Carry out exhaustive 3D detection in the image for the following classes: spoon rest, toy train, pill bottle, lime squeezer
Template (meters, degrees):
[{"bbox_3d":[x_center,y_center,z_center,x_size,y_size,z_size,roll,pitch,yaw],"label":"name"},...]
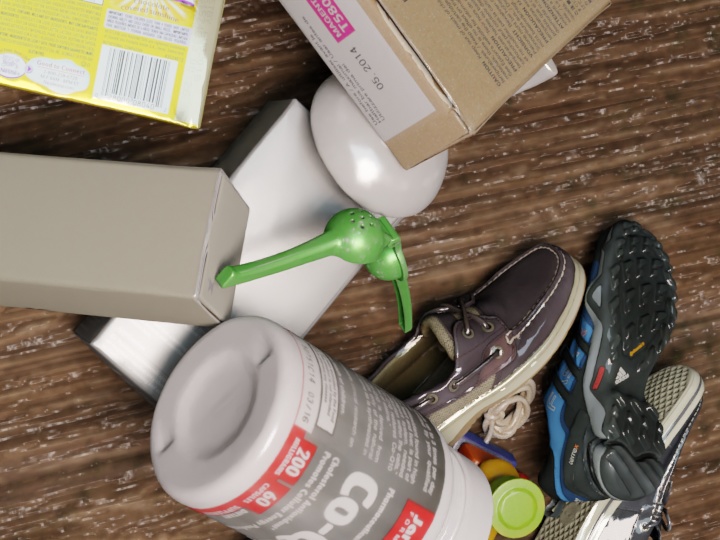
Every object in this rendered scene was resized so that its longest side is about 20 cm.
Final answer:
[{"bbox_3d":[0.043,-0.097,1.090,0.199,0.061,0.100,-30,87,-41],"label":"spoon rest"},{"bbox_3d":[0.087,0.138,1.120,0.084,0.116,0.201,28,87,-16],"label":"toy train"},{"bbox_3d":[-0.017,0.118,1.015,0.200,0.114,0.114,34,85,-38],"label":"pill bottle"},{"bbox_3d":[0.000,0.000,1.031,0.199,0.038,0.071,16,105,-56],"label":"lime squeezer"}]

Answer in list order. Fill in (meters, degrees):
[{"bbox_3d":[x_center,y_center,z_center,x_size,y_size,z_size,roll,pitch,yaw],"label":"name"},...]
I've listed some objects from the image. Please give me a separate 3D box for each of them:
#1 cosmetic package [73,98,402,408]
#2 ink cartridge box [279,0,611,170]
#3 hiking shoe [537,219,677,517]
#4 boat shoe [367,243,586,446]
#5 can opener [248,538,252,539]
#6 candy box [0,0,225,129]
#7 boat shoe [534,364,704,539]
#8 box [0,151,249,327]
[{"bbox_3d":[-0.075,-0.001,1.082,0.107,0.090,0.200,43,80,-15],"label":"cosmetic package"},{"bbox_3d":[0.033,-0.188,1.026,0.165,0.075,0.201,-42,99,-35],"label":"ink cartridge box"},{"bbox_3d":[0.155,0.059,1.149,0.074,0.086,0.202,30,58,-32],"label":"hiking shoe"},{"bbox_3d":[0.064,0.053,1.127,0.200,0.072,0.065,-44,126,-3],"label":"boat shoe"},{"bbox_3d":[-0.060,0.189,1.121,0.063,0.078,0.202,5,98,-55],"label":"can opener"},{"bbox_3d":[-0.187,-0.158,1.067,0.198,0.026,0.103,12,87,-16],"label":"candy box"},{"bbox_3d":[0.179,0.156,1.173,0.062,0.075,0.201,30,90,-21],"label":"boat shoe"},{"bbox_3d":[-0.171,-0.020,1.007,0.198,0.068,0.083,7,74,14],"label":"box"}]
